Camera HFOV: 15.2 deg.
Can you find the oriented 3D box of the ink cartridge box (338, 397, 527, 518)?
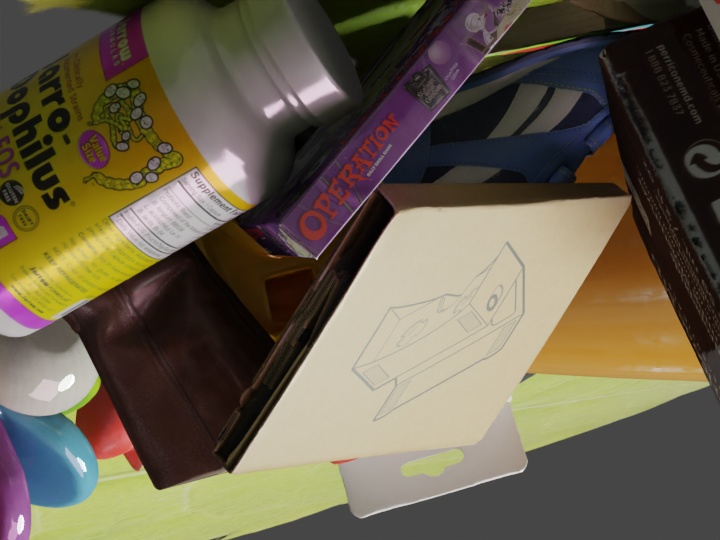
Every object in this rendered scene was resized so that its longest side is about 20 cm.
[{"bbox_3d":[0.019,0.033,1.585,0.115,0.200,0.068,-16,167,0],"label":"ink cartridge box"}]

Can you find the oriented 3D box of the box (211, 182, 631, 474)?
[{"bbox_3d":[0.034,0.025,1.312,0.200,0.021,0.164,-2,131,-51],"label":"box"}]

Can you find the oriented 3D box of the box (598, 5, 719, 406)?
[{"bbox_3d":[0.228,-0.031,1.307,0.164,0.166,0.200,-24,155,0],"label":"box"}]

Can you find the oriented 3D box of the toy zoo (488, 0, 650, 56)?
[{"bbox_3d":[0.153,-0.140,1.458,0.200,0.020,0.131,-12,-176,-41],"label":"toy zoo"}]

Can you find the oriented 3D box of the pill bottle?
[{"bbox_3d":[-0.102,-0.058,1.228,0.200,0.104,0.104,-30,167,12],"label":"pill bottle"}]

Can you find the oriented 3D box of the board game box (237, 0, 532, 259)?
[{"bbox_3d":[0.024,-0.089,1.246,0.200,0.032,0.120,-50,-167,-7],"label":"board game box"}]

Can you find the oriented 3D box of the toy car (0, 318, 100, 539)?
[{"bbox_3d":[-0.232,0.097,1.505,0.200,0.150,0.175,-7,160,-32],"label":"toy car"}]

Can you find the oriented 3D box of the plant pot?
[{"bbox_3d":[0.167,-0.017,1.570,0.183,0.201,0.200,-8,168,4],"label":"plant pot"}]

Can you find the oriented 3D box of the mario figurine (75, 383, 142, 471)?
[{"bbox_3d":[-0.097,0.082,1.826,0.200,0.106,0.123,-24,162,-10],"label":"mario figurine"}]

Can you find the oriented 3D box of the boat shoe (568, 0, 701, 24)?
[{"bbox_3d":[0.173,-0.172,1.360,0.200,0.072,0.065,-21,133,-49],"label":"boat shoe"}]

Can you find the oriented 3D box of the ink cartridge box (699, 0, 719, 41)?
[{"bbox_3d":[0.203,-0.193,1.139,0.084,0.146,0.200,-19,166,-27],"label":"ink cartridge box"}]

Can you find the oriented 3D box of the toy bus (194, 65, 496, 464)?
[{"bbox_3d":[0.000,0.000,1.434,0.200,0.192,0.136,-19,171,-19],"label":"toy bus"}]

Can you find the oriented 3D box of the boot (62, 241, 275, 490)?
[{"bbox_3d":[-0.141,0.042,1.346,0.186,0.200,0.064,-28,-165,17],"label":"boot"}]

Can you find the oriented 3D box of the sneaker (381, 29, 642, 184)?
[{"bbox_3d":[0.087,-0.068,1.369,0.200,0.082,0.074,-22,-179,-7],"label":"sneaker"}]

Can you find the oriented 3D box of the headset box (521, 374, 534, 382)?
[{"bbox_3d":[0.076,0.044,2.016,0.174,0.093,0.200,-33,165,35],"label":"headset box"}]
